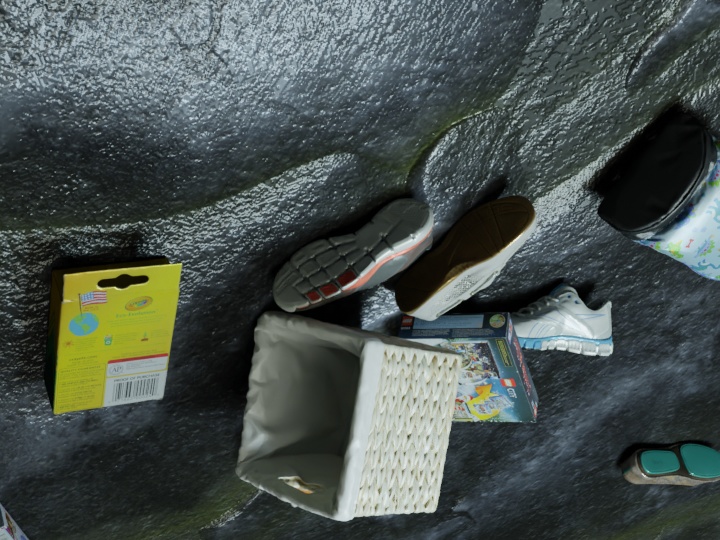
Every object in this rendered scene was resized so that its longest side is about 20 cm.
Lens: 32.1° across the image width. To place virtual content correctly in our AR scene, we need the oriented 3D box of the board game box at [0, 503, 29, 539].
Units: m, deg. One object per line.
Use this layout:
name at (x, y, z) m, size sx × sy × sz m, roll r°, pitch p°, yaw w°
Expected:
board game box at (-0.489, 0.385, 1.520) m, size 0.198 × 0.041 × 0.201 m, roll -23°, pitch 139°, yaw -8°

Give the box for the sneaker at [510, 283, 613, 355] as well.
sneaker at (0.236, 0.058, 1.599) m, size 0.198 × 0.075 × 0.087 m, roll 4°, pitch 97°, yaw -24°

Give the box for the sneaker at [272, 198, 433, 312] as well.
sneaker at (0.000, 0.000, 1.392) m, size 0.199 × 0.077 × 0.082 m, roll -27°, pitch 145°, yaw -2°

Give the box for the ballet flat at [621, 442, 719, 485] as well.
ballet flat at (0.497, 0.314, 2.001) m, size 0.199 × 0.069 × 0.067 m, roll 8°, pitch 146°, yaw -28°

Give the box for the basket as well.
basket at (-0.014, 0.159, 1.407) m, size 0.160 × 0.197 × 0.202 m, roll 7°, pitch 92°, yaw -41°

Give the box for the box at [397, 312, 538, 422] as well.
box at (0.138, 0.125, 1.569) m, size 0.135 × 0.038 × 0.201 m, roll -2°, pitch 143°, yaw 19°

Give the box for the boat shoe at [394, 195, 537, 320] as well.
boat shoe at (0.132, -0.012, 1.460) m, size 0.200 × 0.071 × 0.069 m, roll -37°, pitch 140°, yaw 21°

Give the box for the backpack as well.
backpack at (0.409, -0.074, 1.513) m, size 0.163 × 0.154 × 0.200 m, roll -50°, pitch 148°, yaw 12°

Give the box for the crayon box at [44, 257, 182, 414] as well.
crayon box at (-0.261, 0.058, 1.317) m, size 0.126 × 0.051 × 0.201 m, roll -6°, pitch 134°, yaw -25°

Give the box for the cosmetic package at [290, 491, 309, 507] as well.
cosmetic package at (-0.025, 0.205, 1.581) m, size 0.199 × 0.071 × 0.102 m, roll -29°, pitch 139°, yaw -1°
